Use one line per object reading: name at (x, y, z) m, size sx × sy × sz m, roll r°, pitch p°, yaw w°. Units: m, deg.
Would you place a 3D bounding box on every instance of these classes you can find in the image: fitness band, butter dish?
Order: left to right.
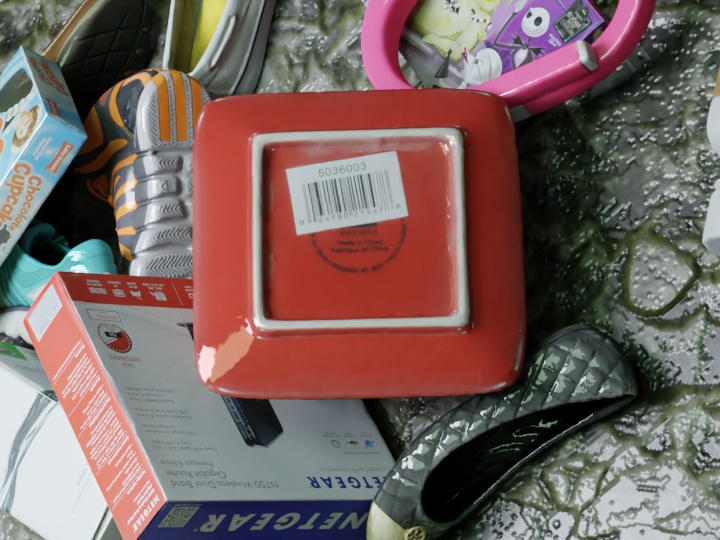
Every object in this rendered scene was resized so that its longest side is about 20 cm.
butter dish at (0.000, 0.000, 1.620) m, size 0.199 × 0.148 × 0.200 m, roll -2°, pitch 70°, yaw 1°
fitness band at (0.091, -0.166, 1.648) m, size 0.200 × 0.037 × 0.144 m, roll -21°, pitch 63°, yaw 23°

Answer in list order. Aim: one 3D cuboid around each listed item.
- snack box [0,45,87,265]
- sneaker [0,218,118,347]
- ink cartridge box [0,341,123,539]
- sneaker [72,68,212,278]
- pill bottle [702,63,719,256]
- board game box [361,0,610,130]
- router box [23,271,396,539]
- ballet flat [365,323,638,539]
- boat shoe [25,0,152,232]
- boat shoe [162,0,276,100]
snack box at (-0.260, -0.043, 1.762) m, size 0.200 × 0.037 × 0.116 m, roll -54°, pitch 29°, yaw 14°
sneaker at (-0.223, 0.004, 1.781) m, size 0.200 × 0.077 × 0.080 m, roll 8°, pitch 105°, yaw 48°
ink cartridge box at (-0.181, 0.122, 1.693) m, size 0.200 × 0.146 × 0.083 m, roll 28°, pitch 94°, yaw 37°
sneaker at (-0.143, -0.035, 1.775) m, size 0.112 × 0.077 × 0.201 m, roll 2°, pitch 90°, yaw 57°
pill bottle at (0.261, -0.101, 1.499) m, size 0.114 × 0.114 × 0.201 m, roll 8°, pitch 78°, yaw 35°
board game box at (0.070, -0.183, 1.706) m, size 0.120 × 0.032 × 0.200 m, roll -41°, pitch 56°, yaw 10°
router box at (-0.087, 0.086, 1.610) m, size 0.049 × 0.200 × 0.180 m, roll -52°, pitch 53°, yaw 32°
ballet flat at (0.080, 0.109, 1.574) m, size 0.200 × 0.066 × 0.057 m, roll -42°, pitch 49°, yaw 13°
boat shoe at (-0.223, -0.117, 1.846) m, size 0.074 × 0.076 × 0.200 m, roll 31°, pitch 92°, yaw 39°
boat shoe at (-0.102, -0.216, 1.791) m, size 0.074 × 0.086 × 0.202 m, roll 6°, pitch 78°, yaw 34°
